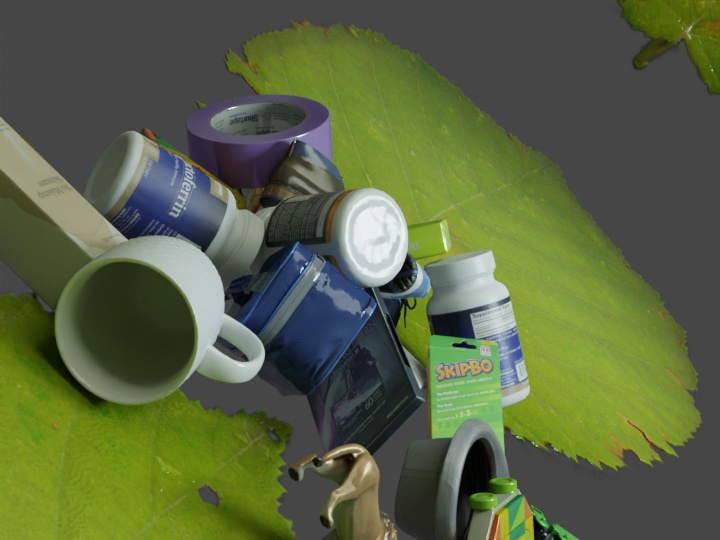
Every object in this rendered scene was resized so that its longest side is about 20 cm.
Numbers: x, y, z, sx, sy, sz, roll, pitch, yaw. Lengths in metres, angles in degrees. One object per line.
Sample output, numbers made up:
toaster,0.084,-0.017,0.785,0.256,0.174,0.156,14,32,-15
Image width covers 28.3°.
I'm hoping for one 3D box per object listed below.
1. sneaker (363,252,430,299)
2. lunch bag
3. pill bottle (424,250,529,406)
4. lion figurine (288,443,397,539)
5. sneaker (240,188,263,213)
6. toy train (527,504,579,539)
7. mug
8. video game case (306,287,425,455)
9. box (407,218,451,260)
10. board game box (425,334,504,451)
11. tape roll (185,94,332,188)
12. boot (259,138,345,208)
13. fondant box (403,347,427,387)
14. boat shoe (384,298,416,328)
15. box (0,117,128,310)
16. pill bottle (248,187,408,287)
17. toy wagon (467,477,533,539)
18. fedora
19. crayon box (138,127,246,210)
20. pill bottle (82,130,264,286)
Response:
sneaker,0.000,0.000,1.801,0.198,0.077,0.077,19,-6,35
lunch bag,-0.086,0.049,1.602,0.132,0.136,0.200,40,-16,-9
pill bottle,0.152,0.081,1.915,0.116,0.114,0.203,-20,98,-67
lion figurine,-0.007,0.236,1.416,0.072,0.202,0.122,30,43,33
sneaker,-0.115,-0.101,1.968,0.078,0.090,0.201,28,26,-34
toy train,0.210,0.316,1.808,0.199,0.042,0.056,37,11,-15
mug,-0.188,0.051,1.442,0.198,0.149,0.175,29,16,2
video game case,-0.004,0.127,1.642,0.019,0.143,0.201,29,24,-35
box,0.023,-0.029,1.963,0.122,0.197,0.048,-34,113,-82
board game box,0.131,0.177,1.793,0.094,0.030,0.202,6,60,-10
tape roll,-0.138,-0.179,1.952,0.197,0.066,0.201,-2,25,1
boot,-0.030,-0.089,1.861,0.199,0.074,0.098,30,67,-24
fondant box,-0.013,0.101,1.801,0.200,0.058,0.144,45,20,6
boat shoe,0.039,0.038,1.924,0.084,0.069,0.200,43,-3,5
box,-0.349,-0.062,1.484,0.200,0.078,0.095,43,20,2
pill bottle,-0.046,-0.035,1.712,0.116,0.118,0.199,24,-17,-38
toy wagon,0.143,0.319,1.549,0.200,0.039,0.158,-15,102,-66
fedora,0.095,0.253,1.607,0.089,0.179,0.200,5,-15,23
crayon box,-0.214,-0.085,1.814,0.199,0.051,0.127,36,21,-19
pill bottle,-0.218,-0.067,1.680,0.199,0.116,0.116,31,23,-27
